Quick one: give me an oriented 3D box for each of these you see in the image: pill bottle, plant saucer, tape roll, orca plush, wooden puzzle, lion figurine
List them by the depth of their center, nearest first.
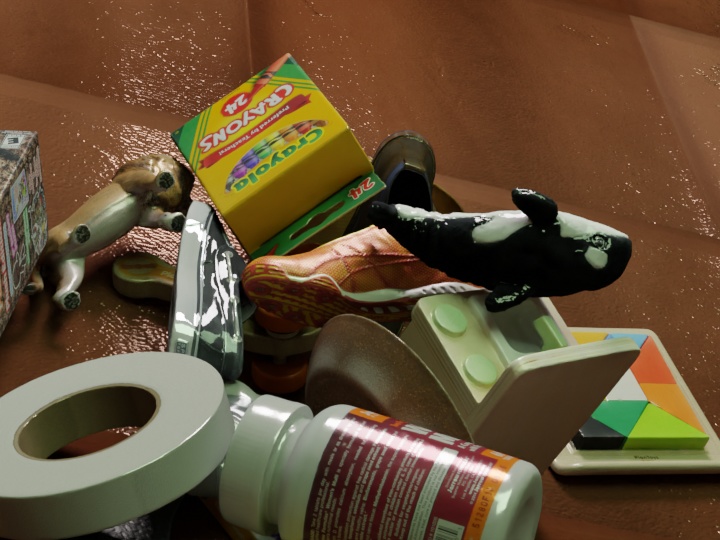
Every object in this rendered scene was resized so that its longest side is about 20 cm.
[{"bbox_3d":[0.013,0.154,1.326,0.198,0.111,0.110,16,29,18],"label":"pill bottle"},{"bbox_3d":[-0.187,0.119,1.384,0.201,0.037,0.203,-12,23,5],"label":"tape roll"},{"bbox_3d":[0.017,0.129,1.440,0.036,0.202,0.200,-30,55,-27],"label":"plant saucer"},{"bbox_3d":[0.099,-0.008,1.471,0.198,0.105,0.072,17,54,-7],"label":"orca plush"},{"bbox_3d":[-0.213,-0.036,1.638,0.199,0.073,0.122,-29,19,-23],"label":"lion figurine"},{"bbox_3d":[0.216,0.105,1.726,0.183,0.037,0.201,2,36,-27],"label":"wooden puzzle"}]

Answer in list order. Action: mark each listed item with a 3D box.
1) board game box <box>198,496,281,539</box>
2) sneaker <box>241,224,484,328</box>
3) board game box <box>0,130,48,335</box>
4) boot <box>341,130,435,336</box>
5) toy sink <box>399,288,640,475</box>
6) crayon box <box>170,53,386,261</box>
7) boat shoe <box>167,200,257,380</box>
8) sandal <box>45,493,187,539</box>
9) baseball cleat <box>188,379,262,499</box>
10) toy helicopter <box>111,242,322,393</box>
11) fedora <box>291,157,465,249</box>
[{"bbox_3d":[-0.062,0.173,1.477,0.095,0.030,0.200,-10,45,-39],"label":"board game box"},{"bbox_3d":[0.000,0.000,1.536,0.198,0.073,0.078,0,65,-24],"label":"sneaker"},{"bbox_3d":[-0.339,-0.021,1.503,0.158,0.098,0.201,2,31,6],"label":"board game box"},{"bbox_3d":[0.018,-0.010,1.620,0.074,0.202,0.097,10,11,-3],"label":"boot"},{"bbox_3d":[0.096,0.085,1.516,0.129,0.201,0.113,-9,56,-37],"label":"toy sink"},{"bbox_3d":[-0.070,-0.092,1.628,0.126,0.051,0.200,-35,34,-2],"label":"crayon box"},{"bbox_3d":[-0.112,0.016,1.542,0.067,0.072,0.201,8,31,-7],"label":"boat shoe"},{"bbox_3d":[-0.166,0.187,1.385,0.075,0.048,0.200,23,19,7],"label":"sandal"},{"bbox_3d":[-0.064,0.153,1.431,0.199,0.070,0.106,30,39,35],"label":"baseball cleat"},{"bbox_3d":[-0.110,0.016,1.646,0.198,0.080,0.132,15,36,15],"label":"toy helicopter"},{"bbox_3d":[-0.007,-0.030,1.727,0.199,0.201,0.083,15,66,-8],"label":"fedora"}]
